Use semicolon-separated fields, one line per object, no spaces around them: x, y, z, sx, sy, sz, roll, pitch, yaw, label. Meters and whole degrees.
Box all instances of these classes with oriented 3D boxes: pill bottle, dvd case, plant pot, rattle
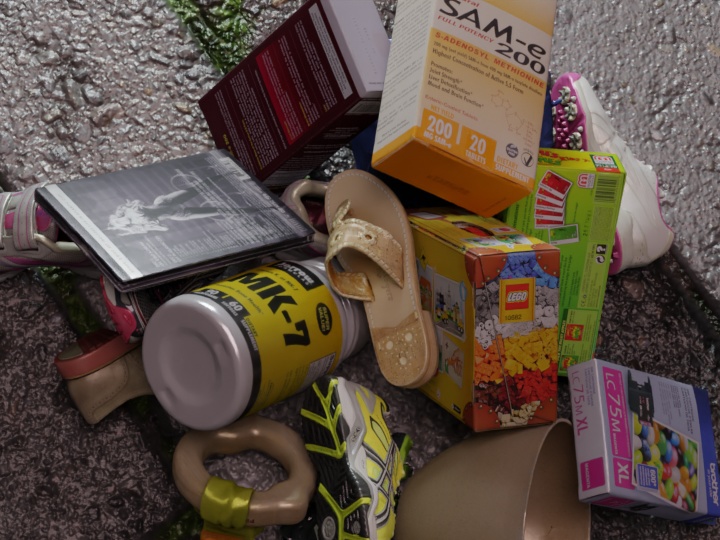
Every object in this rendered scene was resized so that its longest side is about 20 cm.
-0.083;0.056;1.634;0.115;0.114;0.199;54;36;11;pill bottle
-0.159;-0.046;1.641;0.199;0.016;0.149;-15;42;-36;dvd case
0.106;0.223;1.625;0.133;0.200;0.202;2;68;23;plant pot
-0.106;0.182;1.677;0.129;0.144;0.201;-15;36;-8;rattle

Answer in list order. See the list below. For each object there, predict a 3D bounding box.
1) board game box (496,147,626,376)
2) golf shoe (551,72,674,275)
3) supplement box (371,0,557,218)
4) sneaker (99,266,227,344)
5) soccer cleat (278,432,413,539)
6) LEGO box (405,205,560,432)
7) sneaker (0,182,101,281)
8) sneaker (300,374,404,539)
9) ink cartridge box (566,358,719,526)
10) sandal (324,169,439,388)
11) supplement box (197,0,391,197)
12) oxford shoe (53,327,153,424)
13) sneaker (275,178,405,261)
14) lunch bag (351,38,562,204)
0.169;-0.006;1.705;0.100;0.048;0.202;4;113;-6;board game box
0.234;-0.093;1.804;0.091;0.075;0.202;-7;74;-26;golf shoe
0.091;-0.164;1.632;0.125;0.073;0.202;21;62;-24;supplement box
-0.163;-0.007;1.653;0.074;0.081;0.200;-8;25;25;sneaker
-0.021;0.219;1.661;0.080;0.068;0.201;25;70;15;soccer cleat
0.095;0.036;1.634;0.076;0.200;0.151;-4;104;-19;LEGO box
-0.293;-0.040;1.687;0.198;0.088;0.082;-3;71;-8;sneaker
0.007;0.182;1.592;0.076;0.075;0.202;11;60;-34;sneaker
0.260;0.154;1.675;0.199;0.042;0.121;18;61;-45;ink cartridge box
0.004;-0.003;1.618;0.077;0.069;0.213;-31;64;25;sandal
-0.053;-0.155;1.711;0.061;0.200;0.110;-6;68;-46;supplement box
-0.172;0.070;1.699;0.199;0.070;0.075;-25;106;-19;oxford shoe
0.008;-0.030;1.733;0.198;0.088;0.082;12;70;-4;sneaker
0.090;-0.145;1.758;0.198;0.136;0.134;-1;72;-12;lunch bag
